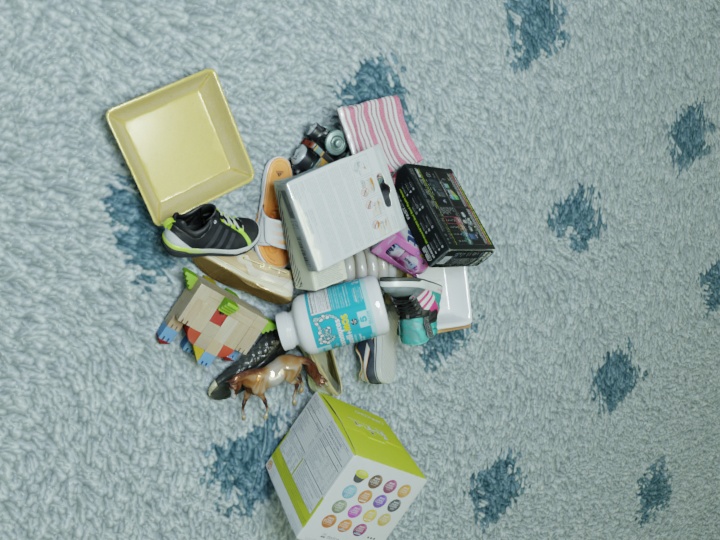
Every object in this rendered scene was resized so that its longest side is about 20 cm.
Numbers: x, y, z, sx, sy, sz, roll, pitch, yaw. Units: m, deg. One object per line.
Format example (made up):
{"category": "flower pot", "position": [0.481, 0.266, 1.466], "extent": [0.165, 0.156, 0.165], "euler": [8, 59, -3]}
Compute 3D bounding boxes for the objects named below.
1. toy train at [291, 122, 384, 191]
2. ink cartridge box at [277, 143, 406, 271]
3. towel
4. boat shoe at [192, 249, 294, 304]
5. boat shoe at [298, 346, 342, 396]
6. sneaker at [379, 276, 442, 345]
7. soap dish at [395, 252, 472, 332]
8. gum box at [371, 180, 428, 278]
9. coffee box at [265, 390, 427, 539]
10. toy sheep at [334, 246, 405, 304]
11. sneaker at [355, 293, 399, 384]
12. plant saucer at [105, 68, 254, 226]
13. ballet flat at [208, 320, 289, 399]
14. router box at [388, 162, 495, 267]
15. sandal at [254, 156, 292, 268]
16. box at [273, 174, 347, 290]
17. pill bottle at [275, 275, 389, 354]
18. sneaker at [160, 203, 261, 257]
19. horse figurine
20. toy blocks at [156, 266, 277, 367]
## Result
{"category": "toy train", "position": [-0.042, -0.187, 1.327], "extent": [0.199, 0.085, 0.115], "euler": [39, 88, -32]}
{"category": "ink cartridge box", "position": [-0.029, -0.111, 1.213], "extent": [0.198, 0.047, 0.163], "euler": [-27, 106, -26]}
{"category": "towel", "position": [0.040, -0.256, 1.331], "extent": [0.199, 0.030, 0.149], "euler": [-28, 98, -50]}
{"category": "boat shoe", "position": [-0.208, -0.005, 1.266], "extent": [0.198, 0.073, 0.070], "euler": [28, 62, -26]}
{"category": "boat shoe", "position": [-0.079, 0.154, 1.370], "extent": [0.073, 0.062, 0.204], "euler": [-30, 118, -48]}
{"category": "sneaker", "position": [0.093, 0.078, 1.316], "extent": [0.199, 0.082, 0.123], "euler": [15, 78, -56]}
{"category": "soap dish", "position": [0.153, 0.030, 1.473], "extent": [0.155, 0.081, 0.204], "euler": [-5, 87, -32]}
{"category": "gum box", "position": [0.086, -0.089, 1.357], "extent": [0.113, 0.066, 0.202], "euler": [30, 41, -24]}
{"category": "coffee box", "position": [-0.031, 0.394, 1.356], "extent": [0.198, 0.200, 0.199], "euler": [29, 101, -35]}
{"category": "toy sheep", "position": [0.000, 0.000, 1.365], "extent": [0.197, 0.137, 0.141], "euler": [-7, 104, -25]}
{"category": "sneaker", "position": [0.034, 0.136, 1.450], "extent": [0.078, 0.079, 0.203], "euler": [32, 58, -41]}
{"category": "plant saucer", "position": [-0.301, -0.208, 1.170], "extent": [0.198, 0.048, 0.203], "euler": [-31, 114, -24]}
{"category": "ballet flat", "position": [-0.207, 0.172, 1.321], "extent": [0.199, 0.057, 0.067], "euler": [-39, 146, -15]}
{"category": "router box", "position": [0.154, -0.105, 1.330], "extent": [0.148, 0.062, 0.202], "euler": [-2, 59, -45]}
{"category": "sandal", "position": [-0.150, -0.103, 1.283], "extent": [0.078, 0.059, 0.211], "euler": [-4, 102, -32]}
{"category": "box", "position": [-0.090, -0.071, 1.252], "extent": [0.081, 0.068, 0.204], "euler": [-18, 103, -36]}
{"category": "pill bottle", "position": [-0.052, 0.086, 1.271], "extent": [0.197, 0.111, 0.113], "euler": [-16, 111, 0]}
{"category": "sneaker", "position": [-0.245, -0.073, 1.189], "extent": [0.198, 0.072, 0.084], "euler": [-14, 142, -44]}
{"category": "horse figurine", "position": [-0.159, 0.210, 1.311], "extent": [0.197, 0.050, 0.134], "euler": [-20, 129, -25]}
{"category": "toy blocks", "position": [-0.266, 0.105, 1.243], "extent": [0.199, 0.100, 0.138], "euler": [33, 93, -33]}
